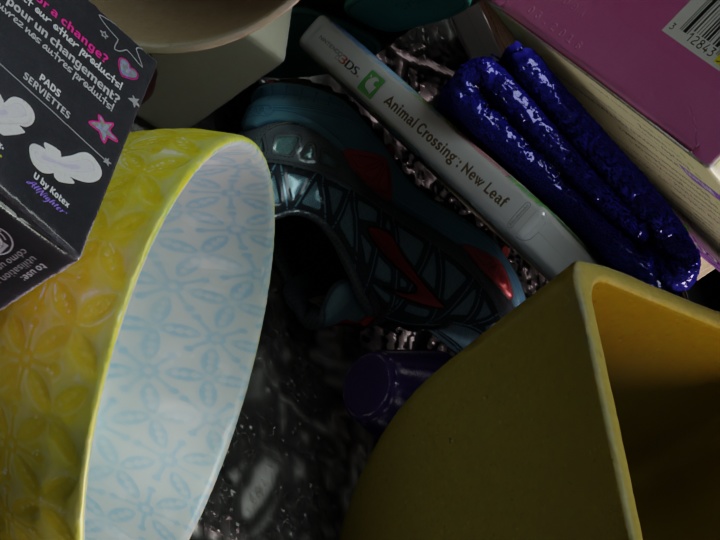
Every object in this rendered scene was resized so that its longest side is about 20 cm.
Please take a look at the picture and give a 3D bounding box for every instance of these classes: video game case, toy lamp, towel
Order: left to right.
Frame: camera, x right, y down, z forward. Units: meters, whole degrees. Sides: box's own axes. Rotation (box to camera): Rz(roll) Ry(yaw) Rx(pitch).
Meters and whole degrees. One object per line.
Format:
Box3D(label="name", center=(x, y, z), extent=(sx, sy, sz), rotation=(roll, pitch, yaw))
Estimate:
Box3D(label="toy lamp", center=(0.070, 0.082, 1.243), extent=(0.199, 0.058, 0.058), rotation=(23, 48, -42))
Box3D(label="video game case", center=(0.073, -0.027, 1.181), extent=(0.182, 0.022, 0.200), rotation=(45, 3, 39))
Box3D(label="video game case", center=(0.099, -0.058, 1.353), extent=(0.201, 0.018, 0.143), rotation=(64, 4, 7))
Box3D(label="towel", center=(0.101, -0.048, 1.177), extent=(0.148, 0.050, 0.200), rotation=(42, 2, 0))

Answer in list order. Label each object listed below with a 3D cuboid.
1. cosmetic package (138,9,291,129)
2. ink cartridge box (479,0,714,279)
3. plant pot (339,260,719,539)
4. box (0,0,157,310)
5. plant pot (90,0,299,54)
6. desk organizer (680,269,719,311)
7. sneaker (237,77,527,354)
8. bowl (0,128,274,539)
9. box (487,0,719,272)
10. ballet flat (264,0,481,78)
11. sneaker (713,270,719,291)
Box3D(label="cosmetic package", center=(-0.130, -0.165, 1.145), extent=(0.200, 0.087, 0.104), rotation=(35, 41, -29))
Box3D(label="ink cartridge box", center=(0.132, -0.113, 1.307), extent=(0.165, 0.075, 0.200), rotation=(56, -3, 46))
Box3D(label="plant pot", center=(0.102, 0.143, 1.111), extent=(0.195, 0.200, 0.195), rotation=(19, 51, -42))
Box3D(label="box", center=(-0.192, -0.037, 0.876), extent=(0.132, 0.200, 0.115), rotation=(42, 40, -24))
Box3D(label="plant pot", center=(-0.068, -0.212, 1.051), extent=(0.188, 0.187, 0.200), rotation=(52, 24, -11))
Box3D(label="desk organizer", center=(0.194, 0.017, 1.431), extent=(0.077, 0.072, 0.201), rotation=(7, 60, -46))
Box3D(label="sneaker", center=(0.000, 0.000, 1.219), extent=(0.200, 0.079, 0.096), rotation=(42, 60, -23))
Box3D(label="bowl", center=(-0.118, 0.029, 0.981), extent=(0.107, 0.201, 0.200), rotation=(16, 36, 13))
Box3D(label="box", center=(0.182, -0.066, 1.134), extent=(0.200, 0.097, 0.176), rotation=(47, -2, -43))
Box3D(label="ballet flat", center=(0.002, -0.143, 1.193), extent=(0.068, 0.200, 0.068), rotation=(27, 68, -32))
Box3D(label="sneaker", center=(0.255, 0.058, 1.468), extent=(0.070, 0.078, 0.201), rotation=(-2, 66, -52))
